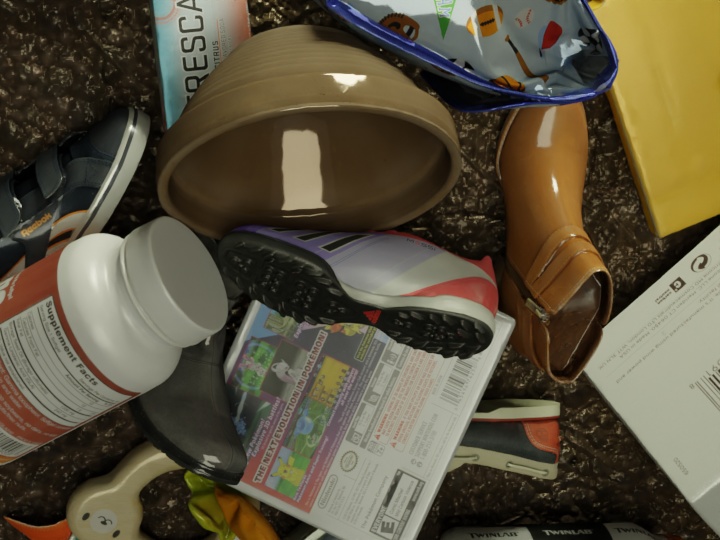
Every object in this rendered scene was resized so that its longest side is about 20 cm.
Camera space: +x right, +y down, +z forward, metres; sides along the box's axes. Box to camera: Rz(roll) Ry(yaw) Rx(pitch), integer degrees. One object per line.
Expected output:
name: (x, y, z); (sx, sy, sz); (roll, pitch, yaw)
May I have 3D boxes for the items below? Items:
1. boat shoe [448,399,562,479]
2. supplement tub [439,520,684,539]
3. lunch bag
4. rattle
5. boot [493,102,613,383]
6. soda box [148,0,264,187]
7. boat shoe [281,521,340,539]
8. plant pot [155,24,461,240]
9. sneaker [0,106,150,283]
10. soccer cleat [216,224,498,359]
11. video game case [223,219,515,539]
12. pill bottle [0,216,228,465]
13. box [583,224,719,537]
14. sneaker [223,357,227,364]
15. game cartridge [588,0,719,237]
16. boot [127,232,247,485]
boat shoe: (0.065, 0.136, 1.159); (0.199, 0.071, 0.063); (0, 94, -16)
supplement tub: (0.165, 0.266, 1.195); (0.199, 0.123, 0.123); (-1, 109, -9)
lunch bag: (0.067, -0.182, 1.002); (0.199, 0.170, 0.124); (25, 101, -17)
rattle: (-0.168, 0.211, 1.123); (0.199, 0.143, 0.131); (-8, 128, -12)
boot: (0.147, -0.028, 1.074); (0.073, 0.155, 0.201); (1, 109, -10)
soda box: (-0.111, -0.157, 1.042); (0.068, 0.064, 0.201); (-7, 109, -8)
boat shoe: (-0.039, 0.235, 1.183); (0.200, 0.075, 0.062); (-42, 98, -3)
plant pot: (-0.036, -0.097, 0.974); (0.200, 0.201, 0.093); (-2, 67, -8)
sneaker: (-0.229, -0.042, 1.055); (0.079, 0.078, 0.200); (30, 103, -22)
soccer cleat: (0.000, 0.000, 1.021); (0.199, 0.073, 0.068); (16, 143, -7)
video game case: (-0.010, 0.088, 1.076); (0.181, 0.023, 0.201); (25, 96, 3)
pill bottle: (-0.193, 0.045, 0.996); (0.199, 0.112, 0.112); (-27, 111, 20)
box: (0.301, 0.083, 1.100); (0.199, 0.200, 0.131); (-42, 124, 6)
sneaker: (-0.043, 0.083, 1.118); (0.200, 0.066, 0.091); (-35, 80, 3)
game cartridge: (0.274, -0.148, 1.122); (0.175, 0.032, 0.201); (-22, 108, -1)
boot: (-0.110, 0.045, 1.043); (0.070, 0.200, 0.132); (23, 110, -44)
